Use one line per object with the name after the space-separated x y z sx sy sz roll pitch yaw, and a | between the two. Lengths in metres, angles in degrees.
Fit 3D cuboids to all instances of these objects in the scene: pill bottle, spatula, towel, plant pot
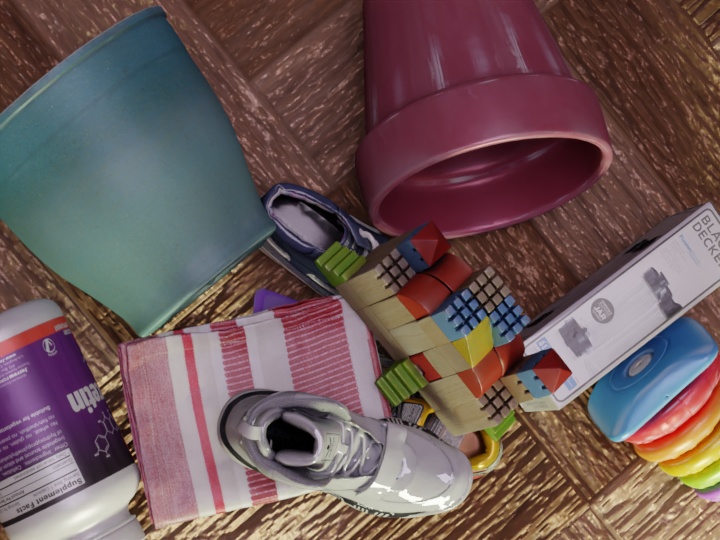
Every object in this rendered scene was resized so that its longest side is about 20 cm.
-0.241 0.130 1.491 0.112 0.112 0.201 -26 90 -11 | pill bottle
0.012 0.054 1.544 0.198 0.021 0.057 9 48 -4 | spatula
-0.077 0.105 1.498 0.198 0.023 0.145 -12 87 -6 | towel
0.082 -0.144 1.541 0.198 0.200 0.181 -10 71 -10 | plant pot
-0.169 -0.062 1.473 0.200 0.200 0.188 -39 90 -11 | plant pot

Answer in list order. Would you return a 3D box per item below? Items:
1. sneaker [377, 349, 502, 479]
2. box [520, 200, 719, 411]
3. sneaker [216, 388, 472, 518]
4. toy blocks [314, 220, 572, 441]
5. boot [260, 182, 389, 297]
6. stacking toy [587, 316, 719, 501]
0.026 0.104 1.553 0.199 0.082 0.078 22 83 -6 | sneaker
0.205 0.030 1.573 0.199 0.117 0.060 -37 91 -11 | box
-0.007 0.138 1.438 0.198 0.115 0.076 16 86 -6 | sneaker
0.070 0.042 1.456 0.100 0.137 0.200 -42 97 -25 | toy blocks
0.000 0.000 1.554 0.199 0.090 0.073 29 81 -6 | boot
0.288 0.144 1.593 0.116 0.110 0.200 -42 104 5 | stacking toy
